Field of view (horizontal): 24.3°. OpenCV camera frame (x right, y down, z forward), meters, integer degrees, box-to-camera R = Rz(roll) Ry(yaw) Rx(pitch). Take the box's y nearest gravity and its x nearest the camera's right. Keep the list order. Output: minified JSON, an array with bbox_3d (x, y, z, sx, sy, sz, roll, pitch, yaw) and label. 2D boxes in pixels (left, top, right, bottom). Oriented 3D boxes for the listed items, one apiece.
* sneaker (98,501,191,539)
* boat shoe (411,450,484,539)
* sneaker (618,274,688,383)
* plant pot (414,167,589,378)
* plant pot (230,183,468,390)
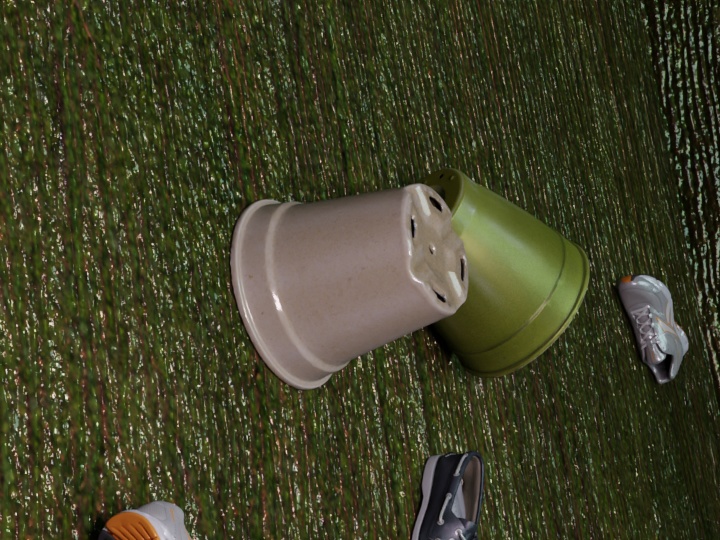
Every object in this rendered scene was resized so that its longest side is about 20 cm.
[{"bbox_3d":[-0.139,0.280,1.360,0.092,0.075,0.201,-27,100,-67],"label":"sneaker"},{"bbox_3d":[0.100,0.283,1.840,0.076,0.060,0.201,46,37,-42],"label":"boat shoe"},{"bbox_3d":[0.460,0.094,2.629,0.200,0.075,0.092,54,37,-31],"label":"sneaker"},{"bbox_3d":[0.130,-0.013,1.954,0.193,0.200,0.201,42,38,-27],"label":"plant pot"},{"bbox_3d":[0.000,0.000,1.677,0.200,0.182,0.202,39,42,-47],"label":"plant pot"}]
